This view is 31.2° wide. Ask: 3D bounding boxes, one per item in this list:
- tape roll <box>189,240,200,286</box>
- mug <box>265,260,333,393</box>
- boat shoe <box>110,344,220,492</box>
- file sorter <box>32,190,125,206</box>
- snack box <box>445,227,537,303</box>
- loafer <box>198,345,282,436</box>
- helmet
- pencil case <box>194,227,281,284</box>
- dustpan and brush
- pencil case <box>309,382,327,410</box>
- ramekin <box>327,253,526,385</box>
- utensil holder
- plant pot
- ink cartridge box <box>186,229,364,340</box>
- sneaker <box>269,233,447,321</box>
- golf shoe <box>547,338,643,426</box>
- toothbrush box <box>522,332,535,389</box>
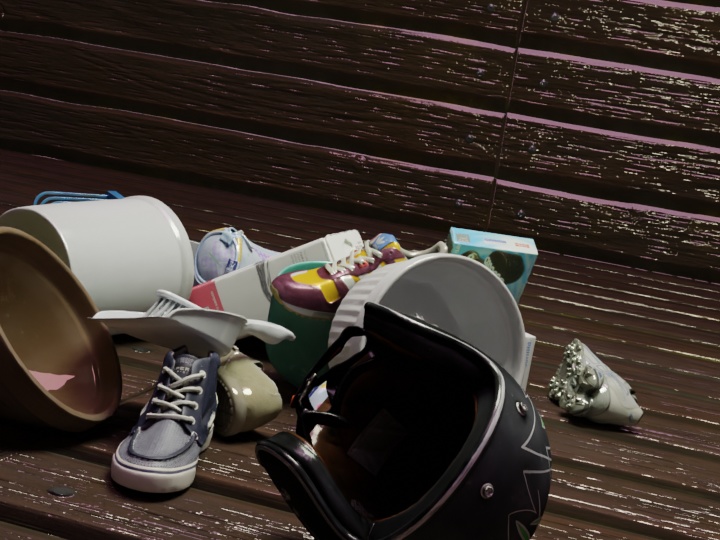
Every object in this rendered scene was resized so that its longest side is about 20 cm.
[{"bbox_3d":[-0.257,-0.011,1.904,0.198,0.067,0.200,14,-1,0],"label":"tape roll"},{"bbox_3d":[-0.024,0.081,1.450,0.151,0.115,0.185,-4,29,-33],"label":"mug"},{"bbox_3d":[-0.166,0.123,1.120,0.074,0.094,0.200,9,8,0],"label":"boat shoe"},{"bbox_3d":[-0.380,-0.029,1.779,0.122,0.140,0.200,1,11,-23],"label":"file sorter"},{"bbox_3d":[0.149,0.037,1.714,0.115,0.201,0.037,7,39,-12],"label":"snack box"},{"bbox_3d":[-0.136,0.114,1.309,0.068,0.076,0.200,6,18,-26],"label":"loafer"},{"bbox_3d":[0.042,0.137,0.921,0.190,0.201,0.200,35,16,15],"label":"helmet"},{"bbox_3d":[-0.148,0.003,1.816,0.083,0.092,0.200,16,-5,35],"label":"pencil case"},{"bbox_3d":[-0.144,0.054,1.251,0.199,0.058,0.139,28,-20,-37],"label":"dustpan and brush"},{"bbox_3d":[0.041,0.153,1.106,0.199,0.091,0.083,18,-31,41],"label":"pencil case"},{"bbox_3d":[0.060,0.083,1.314,0.198,0.202,0.105,5,0,-28],"label":"ramekin"},{"bbox_3d":[-0.324,-0.001,1.536,0.169,0.172,0.199,14,11,31],"label":"utensil holder"},{"bbox_3d":[-0.314,0.069,1.181,0.092,0.202,0.201,-30,-1,14],"label":"plant pot"},{"bbox_3d":[-0.096,0.023,1.623,0.199,0.085,0.146,-22,-1,18],"label":"ink cartridge box"},{"bbox_3d":[0.000,0.000,1.384,0.198,0.091,0.075,1,27,-26],"label":"sneaker"},{"bbox_3d":[0.292,0.149,1.596,0.097,0.079,0.200,26,13,-5],"label":"golf shoe"},{"bbox_3d":[0.092,0.098,1.593,0.198,0.087,0.145,3,11,-33],"label":"toothbrush box"}]
